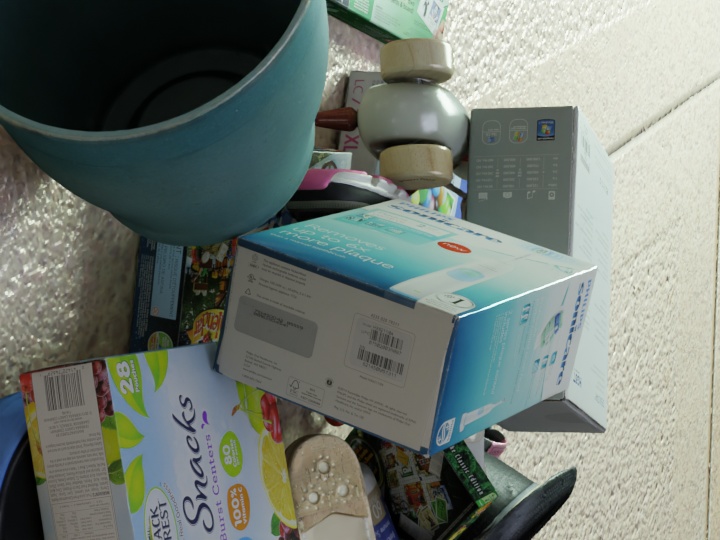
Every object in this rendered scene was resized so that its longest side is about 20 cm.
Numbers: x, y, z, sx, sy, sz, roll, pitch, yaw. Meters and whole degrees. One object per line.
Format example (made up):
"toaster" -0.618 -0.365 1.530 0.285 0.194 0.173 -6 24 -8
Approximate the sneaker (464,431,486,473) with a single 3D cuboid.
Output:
"sneaker" 0.058 0.073 1.409 0.070 0.093 0.201 12 48 -34

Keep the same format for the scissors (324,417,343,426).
"scissors" 0.006 0.028 1.489 0.201 0.014 0.073 -64 145 -30

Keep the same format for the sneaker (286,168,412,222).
"sneaker" 0.000 0.000 1.320 0.200 0.073 0.088 54 45 -60

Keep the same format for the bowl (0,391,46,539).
"bowl" -0.162 0.166 1.123 0.200 0.039 0.202 27 59 -56

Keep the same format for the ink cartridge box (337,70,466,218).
"ink cartridge box" 0.039 -0.061 1.491 0.200 0.042 0.120 32 65 -62

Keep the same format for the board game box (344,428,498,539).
"board game box" 0.025 0.151 1.363 0.023 0.105 0.200 -28 165 -30

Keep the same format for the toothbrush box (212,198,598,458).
"toothbrush box" 0.031 0.027 1.167 0.200 0.146 0.086 -14 120 -60

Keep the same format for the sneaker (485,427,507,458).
"sneaker" 0.073 0.156 1.582 0.070 0.082 0.201 -12 110 -60

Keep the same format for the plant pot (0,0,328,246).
"plant pot" -0.105 -0.113 1.064 0.188 0.199 0.201 72 36 -63

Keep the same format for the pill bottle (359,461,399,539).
"pill bottle" -0.009 0.241 1.352 0.111 0.111 0.201 -33 104 -55

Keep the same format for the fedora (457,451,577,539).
"fedora" 0.074 0.188 1.493 0.200 0.092 0.201 -43 169 -11

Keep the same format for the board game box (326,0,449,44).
"board game box" 0.016 -0.238 1.412 0.200 0.029 0.135 17 82 -62

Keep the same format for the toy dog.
"toy dog" 0.033 -0.090 1.370 0.200 0.096 0.133 61 34 -58

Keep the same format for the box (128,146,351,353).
"box" -0.074 -0.013 1.297 0.200 0.037 0.137 -6 103 -62

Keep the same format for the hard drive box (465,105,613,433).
"hard drive box" 0.125 0.003 1.376 0.156 0.076 0.201 38 54 -69

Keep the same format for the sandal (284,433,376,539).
"sandal" 0.005 0.207 1.258 0.077 0.070 0.213 -19 93 -21

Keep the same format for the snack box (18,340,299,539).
"snack box" -0.104 0.144 1.123 0.168 0.067 0.201 -4 83 -61
